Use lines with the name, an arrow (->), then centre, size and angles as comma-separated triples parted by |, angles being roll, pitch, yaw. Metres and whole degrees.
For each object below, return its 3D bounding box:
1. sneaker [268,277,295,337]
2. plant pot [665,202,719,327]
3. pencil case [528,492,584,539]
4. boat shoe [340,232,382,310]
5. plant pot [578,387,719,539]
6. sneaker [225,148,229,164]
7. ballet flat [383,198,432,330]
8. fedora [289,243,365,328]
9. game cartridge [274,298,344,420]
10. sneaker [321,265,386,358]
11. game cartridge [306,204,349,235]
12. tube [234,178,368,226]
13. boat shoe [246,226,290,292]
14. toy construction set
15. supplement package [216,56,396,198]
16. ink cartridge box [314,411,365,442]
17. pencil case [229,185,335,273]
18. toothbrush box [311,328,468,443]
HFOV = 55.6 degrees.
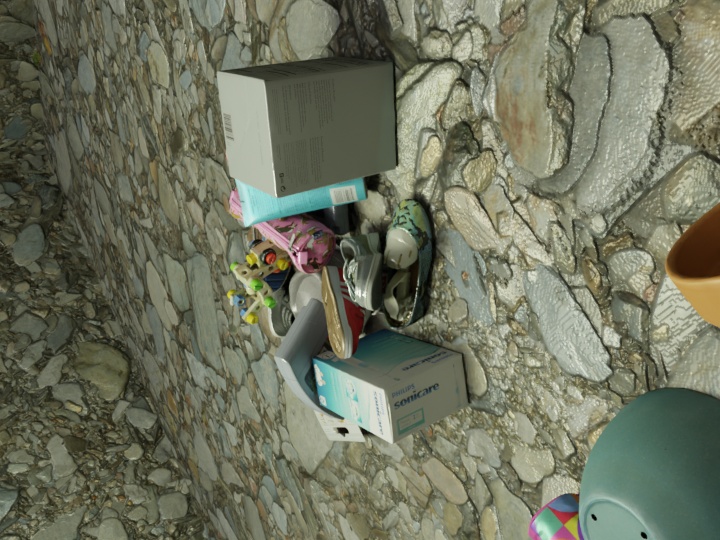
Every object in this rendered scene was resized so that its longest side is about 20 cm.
sneaker -> -0.145, 0.034, 1.345 | 0.099, 0.070, 0.202 | -3, 100, 47
plant pot -> 0.330, 0.005, 0.450 | 0.140, 0.200, 0.200 | 55, 149, -4
pencil case -> 0.288, 0.352, 0.791 | 0.200, 0.088, 0.089 | 45, 140, 34
boat shoe -> 0.000, -0.002, 0.992 | 0.202, 0.064, 0.075 | -90, -1, -64
plant pot -> 0.293, 0.233, 0.664 | 0.200, 0.134, 0.202 | 33, 132, 47
sneaker -> -0.150, -0.185, 1.134 | 0.199, 0.080, 0.075 | 31, 116, 38
ballet flat -> 0.062, 0.000, 0.979 | 0.074, 0.074, 0.202 | 31, 132, 48
fedora -> -0.066, 0.044, 1.190 | 0.200, 0.090, 0.178 | -31, 78, 59
game cartridge -> -0.058, 0.156, 1.117 | 0.041, 0.134, 0.200 | 12, 151, 40
sneaker -> 0.005, 0.058, 1.028 | 0.201, 0.111, 0.072 | -105, 22, -55
game cartridge -> -0.087, -0.143, 1.166 | 0.199, 0.041, 0.134 | 23, 128, 52
tube -> -0.090, -0.119, 1.046 | 0.050, 0.198, 0.078 | -78, -21, -76
boat shoe -> -0.176, -0.058, 1.304 | 0.072, 0.072, 0.202 | 6, 90, 42
toy construction set -> -0.149, -0.010, 1.204 | 0.092, 0.200, 0.132 | 22, 140, 25
supplement package -> -0.073, -0.209, 0.959 | 0.150, 0.199, 0.153 | 28, 128, 50
ink cartridge box -> -0.052, 0.230, 1.323 | 0.162, 0.050, 0.201 | -22, 95, 59
pencil case -> -0.130, -0.076, 1.116 | 0.200, 0.083, 0.087 | 37, 168, 31
toothbrush box -> 0.041, 0.165, 1.027 | 0.199, 0.146, 0.086 | 9, 113, 55
